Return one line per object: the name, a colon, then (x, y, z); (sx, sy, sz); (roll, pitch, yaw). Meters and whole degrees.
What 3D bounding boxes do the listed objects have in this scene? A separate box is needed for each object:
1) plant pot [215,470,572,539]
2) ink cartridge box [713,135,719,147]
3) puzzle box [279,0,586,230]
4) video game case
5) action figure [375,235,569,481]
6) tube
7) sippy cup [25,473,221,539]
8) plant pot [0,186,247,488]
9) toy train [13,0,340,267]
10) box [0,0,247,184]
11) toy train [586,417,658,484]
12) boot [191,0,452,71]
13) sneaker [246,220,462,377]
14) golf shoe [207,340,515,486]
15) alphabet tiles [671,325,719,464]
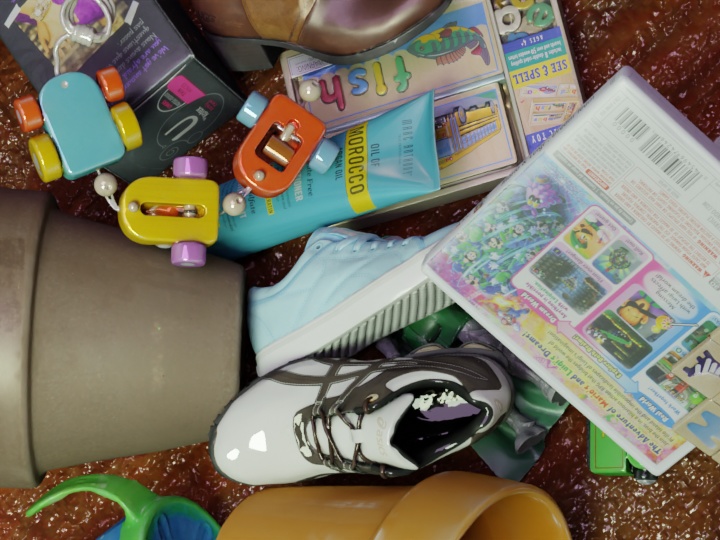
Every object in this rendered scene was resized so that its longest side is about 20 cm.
plant pot: (0.008, 0.213, 1.271); (0.182, 0.200, 0.201); (10, 83, 34)
ink cartridge box: (0.284, -0.004, 1.220); (0.200, 0.067, 0.117); (41, 120, -8)
puzzle box: (0.051, -0.112, 1.392); (0.199, 0.025, 0.134); (-17, 76, 13)
video game case: (0.165, 0.005, 1.206); (0.200, 0.024, 0.182); (41, 122, -9)
action figure: (0.050, 0.038, 1.350); (0.200, 0.055, 0.118); (38, 105, 24)
tube: (-0.031, -0.054, 1.365); (0.199, 0.050, 0.078); (-20, 60, 28)
sippy cup: (-0.156, 0.230, 1.342); (0.130, 0.140, 0.179); (-22, 64, 22)
plant pot: (-0.163, 0.046, 1.354); (0.173, 0.200, 0.202); (2, 80, -1)
toy train: (-0.123, -0.086, 1.323); (0.199, 0.056, 0.151); (29, 75, -8)
box: (-0.185, -0.174, 1.422); (0.106, 0.122, 0.200); (-37, 73, 6)
toy train: (0.172, 0.037, 1.324); (0.056, 0.042, 0.201); (-4, 79, 26)
boot: (-0.050, -0.233, 1.346); (0.187, 0.201, 0.069); (0, 42, 31)
sneaker: (0.000, 0.000, 1.312); (0.199, 0.074, 0.082); (-28, 73, 27)
golf shoe: (-0.004, 0.091, 1.266); (0.199, 0.095, 0.078); (-17, 99, 8)
alphabet tiles: (0.288, 0.080, 1.210); (0.200, 0.006, 0.166); (34, 122, -21)
